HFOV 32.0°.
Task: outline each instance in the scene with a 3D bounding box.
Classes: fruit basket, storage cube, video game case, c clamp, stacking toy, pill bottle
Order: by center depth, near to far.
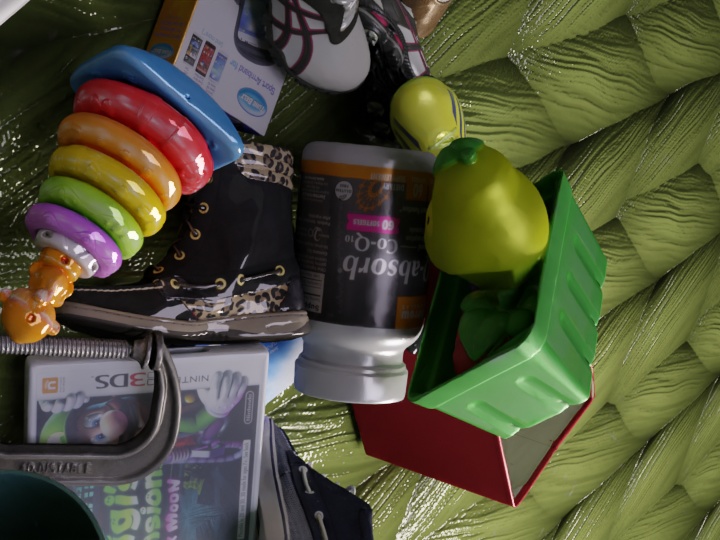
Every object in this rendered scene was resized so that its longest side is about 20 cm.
[{"bbox_3d":[-0.177,-0.037,0.831,0.116,0.109,0.202,38,64,-24],"label":"stacking toy"},{"bbox_3d":[-0.210,0.075,0.859,0.198,0.027,0.173,10,105,-26],"label":"c clamp"},{"bbox_3d":[-0.161,0.156,0.941,0.179,0.023,0.203,-2,108,-24],"label":"video game case"},{"bbox_3d":[0.098,-0.003,0.979,0.214,0.155,0.218,27,48,-34],"label":"fruit basket"},{"bbox_3d":[0.000,0.000,1.025,0.116,0.115,0.203,-1,98,-52],"label":"pill bottle"},{"bbox_3d":[0.101,0.083,1.200,0.171,0.178,0.202,-45,133,-36],"label":"storage cube"}]

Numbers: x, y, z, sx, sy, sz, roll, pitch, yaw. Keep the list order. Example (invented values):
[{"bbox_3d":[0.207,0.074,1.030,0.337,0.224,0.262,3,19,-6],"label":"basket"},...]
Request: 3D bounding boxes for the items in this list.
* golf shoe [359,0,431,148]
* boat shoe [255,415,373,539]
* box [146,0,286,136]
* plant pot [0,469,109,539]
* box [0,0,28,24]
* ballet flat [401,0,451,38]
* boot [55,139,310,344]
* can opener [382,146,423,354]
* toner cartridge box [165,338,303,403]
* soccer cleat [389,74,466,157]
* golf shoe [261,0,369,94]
[{"bbox_3d":[0.036,-0.184,1.117,0.201,0.076,0.089,59,41,-51],"label":"golf shoe"},{"bbox_3d":[-0.044,0.191,1.032,0.091,0.201,0.076,3,120,-12],"label":"boat shoe"},{"bbox_3d":[-0.095,-0.198,0.967,0.119,0.041,0.203,27,78,-53],"label":"box"},{"bbox_3d":[-0.227,0.259,0.830,0.202,0.199,0.162,-56,148,-24],"label":"plant pot"},{"bbox_3d":[-0.241,-0.211,0.636,0.201,0.197,0.132,-51,136,-30],"label":"box"},{"bbox_3d":[0.075,-0.308,1.126,0.067,0.072,0.203,-14,113,-48],"label":"ballet flat"},{"bbox_3d":[-0.130,-0.022,0.946,0.197,0.073,0.153,3,82,-24],"label":"boot"},{"bbox_3d":[0.031,-0.018,1.117,0.078,0.063,0.203,17,54,-36],"label":"can opener"},{"bbox_3d":[-0.094,0.062,1.053,0.199,0.043,0.096,-37,130,-41],"label":"toner cartridge box"},{"bbox_3d":[0.075,-0.088,1.094,0.064,0.084,0.201,-23,143,-1],"label":"soccer cleat"},{"bbox_3d":[-0.031,-0.201,0.936,0.078,0.087,0.200,-59,142,-20],"label":"golf shoe"}]
